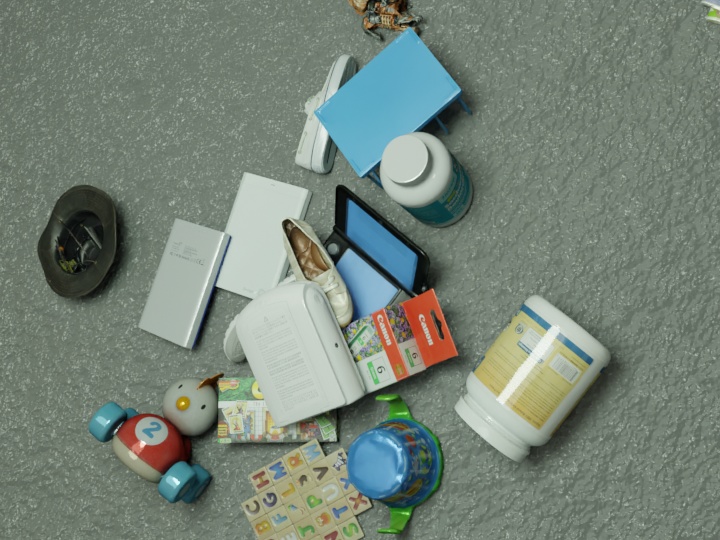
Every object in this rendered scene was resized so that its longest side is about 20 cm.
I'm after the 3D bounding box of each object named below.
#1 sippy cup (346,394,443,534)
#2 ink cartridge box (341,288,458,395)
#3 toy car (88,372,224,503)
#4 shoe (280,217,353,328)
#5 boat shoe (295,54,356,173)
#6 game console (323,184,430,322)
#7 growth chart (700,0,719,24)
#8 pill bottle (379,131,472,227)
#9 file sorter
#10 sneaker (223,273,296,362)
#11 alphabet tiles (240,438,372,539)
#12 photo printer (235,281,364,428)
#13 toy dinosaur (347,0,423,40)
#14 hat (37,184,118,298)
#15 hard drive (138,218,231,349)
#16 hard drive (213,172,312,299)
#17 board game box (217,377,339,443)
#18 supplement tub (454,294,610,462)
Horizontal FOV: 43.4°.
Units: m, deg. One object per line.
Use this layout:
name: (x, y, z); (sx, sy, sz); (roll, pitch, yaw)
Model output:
sippy cup: (0.043, 0.285, 1.336); (0.139, 0.130, 0.179); (-39, 70, 10)
ink cartridge box: (0.044, 0.113, 1.363); (0.199, 0.050, 0.110); (-28, 80, 41)
toy car: (-0.296, 0.239, 1.465); (0.183, 0.177, 0.201); (35, 81, 12)
shoe: (-0.073, 0.001, 1.401); (0.069, 0.053, 0.201); (-30, 67, 0)
boat shoe: (-0.064, -0.266, 1.510); (0.066, 0.073, 0.203); (14, 86, 20)
game console: (0.000, 0.000, 1.413); (0.200, 0.116, 0.177); (40, 95, 23)
growth chart: (0.576, -0.402, 1.320); (0.200, 0.018, 0.145); (41, 96, 22)
pill bottle: (0.095, -0.138, 1.356); (0.109, 0.200, 0.113); (-4, 79, 20)
file sorter: (0.057, -0.247, 1.434); (0.199, 0.123, 0.139); (-39, 69, 9)
sneaker: (-0.144, 0.091, 1.459); (0.200, 0.074, 0.083); (-42, 59, 21)
alphabet tiles: (-0.087, 0.368, 1.421); (0.198, 0.006, 0.168); (-30, 81, 14)
photo printer: (-0.098, 0.122, 1.372); (0.165, 0.069, 0.202); (-25, 88, 35)
toy dinosaur: (0.024, -0.467, 1.509); (0.198, 0.102, 0.137); (30, 109, 2)
hat: (-0.485, -0.047, 1.630); (0.198, 0.081, 0.204); (-4, 81, 29)
hard drive: (-0.304, 0.020, 1.561); (0.131, 0.025, 0.203); (16, 86, 37)
hard drive: (-0.171, -0.055, 1.538); (0.130, 0.026, 0.203); (16, 86, 23)
board game box: (-0.132, 0.223, 1.453); (0.197, 0.023, 0.107); (-3, 78, 9)
supplement tub: (0.240, 0.153, 1.277); (0.144, 0.144, 0.201); (39, 95, 22)
